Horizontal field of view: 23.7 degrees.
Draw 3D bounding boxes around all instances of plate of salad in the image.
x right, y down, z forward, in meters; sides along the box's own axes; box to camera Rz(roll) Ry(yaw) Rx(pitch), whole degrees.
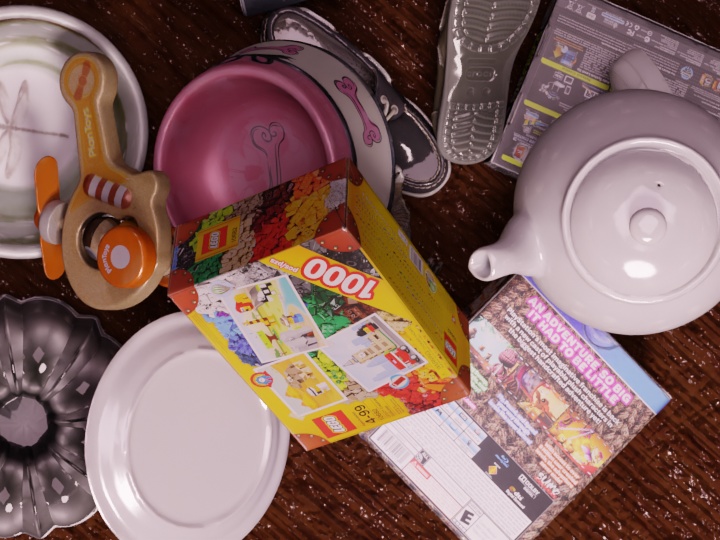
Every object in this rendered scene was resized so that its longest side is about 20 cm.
[{"bbox_3d":[-0.139,0.132,1.367,0.199,0.048,0.202,-2,94,-40],"label":"plate of salad"}]

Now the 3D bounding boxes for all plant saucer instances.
[{"bbox_3d":[-0.271,-0.112,1.370,0.198,0.050,0.202,-4,104,-16],"label":"plant saucer"}]

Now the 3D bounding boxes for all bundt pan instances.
[{"bbox_3d":[-0.268,0.122,1.364,0.200,0.076,0.204,-1,95,-11],"label":"bundt pan"}]

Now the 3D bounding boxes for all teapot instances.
[{"bbox_3d":[0.209,-0.041,1.257,0.197,0.146,0.201,31,96,-1],"label":"teapot"}]

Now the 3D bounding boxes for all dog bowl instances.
[{"bbox_3d":[-0.075,-0.078,1.340,0.199,0.074,0.202,4,99,26],"label":"dog bowl"}]

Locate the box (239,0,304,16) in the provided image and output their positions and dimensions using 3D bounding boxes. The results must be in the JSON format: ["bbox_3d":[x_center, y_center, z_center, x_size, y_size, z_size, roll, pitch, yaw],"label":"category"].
[{"bbox_3d":[-0.020,-0.310,1.342,0.198,0.107,0.149,-16,69,-3],"label":"box"}]

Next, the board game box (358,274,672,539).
[{"bbox_3d":[0.119,0.112,1.386,0.200,0.097,0.159,-44,93,-1],"label":"board game box"}]

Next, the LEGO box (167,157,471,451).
[{"bbox_3d":[-0.026,0.029,1.275,0.148,0.078,0.200,-21,131,21],"label":"LEGO box"}]

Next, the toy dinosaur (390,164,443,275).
[{"bbox_3d":[0.000,0.000,1.399,0.102,0.077,0.201,36,109,11],"label":"toy dinosaur"}]

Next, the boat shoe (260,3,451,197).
[{"bbox_3d":[-0.003,-0.138,1.392,0.074,0.060,0.200,-41,93,-1],"label":"boat shoe"}]

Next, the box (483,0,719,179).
[{"bbox_3d":[0.223,-0.123,1.413,0.199,0.044,0.161,22,91,-3],"label":"box"}]

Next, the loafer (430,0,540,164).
[{"bbox_3d":[0.089,-0.188,1.367,0.075,0.070,0.201,6,113,-20],"label":"loafer"}]

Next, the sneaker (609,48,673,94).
[{"bbox_3d":[0.208,-0.065,1.355,0.115,0.074,0.201,-20,94,-5],"label":"sneaker"}]

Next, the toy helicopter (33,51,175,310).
[{"bbox_3d":[-0.206,-0.068,1.330,0.131,0.079,0.202,-12,85,30],"label":"toy helicopter"}]
